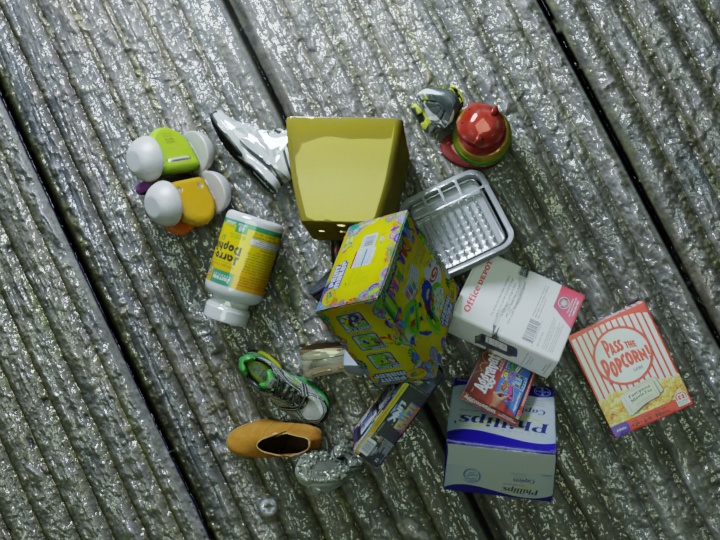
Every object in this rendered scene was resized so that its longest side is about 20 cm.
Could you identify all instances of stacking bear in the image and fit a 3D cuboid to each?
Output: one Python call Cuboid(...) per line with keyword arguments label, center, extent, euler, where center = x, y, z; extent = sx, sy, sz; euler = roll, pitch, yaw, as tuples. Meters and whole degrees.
Cuboid(label="stacking bear", center=(0.210, -0.241, 1.611), extent=(0.114, 0.200, 0.122), euler=(35, 93, 5))

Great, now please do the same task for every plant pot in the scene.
Cuboid(label="plant pot", center=(-0.024, -0.151, 1.626), extent=(0.200, 0.200, 0.177), euler=(3, 78, 7))

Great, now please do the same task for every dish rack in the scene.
Cuboid(label="dish rack", center=(0.174, -0.076, 1.654), extent=(0.171, 0.044, 0.200), euler=(-25, 50, 5))

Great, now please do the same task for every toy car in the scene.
Cuboid(label="toy car", center=(-0.354, -0.161, 1.722), extent=(0.150, 0.175, 0.200), euler=(-27, 85, 42))

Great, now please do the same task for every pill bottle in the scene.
Cuboid(label="pill bottle", center=(-0.222, -0.003, 1.707), extent=(0.113, 0.113, 0.200), euler=(18, 91, 7))

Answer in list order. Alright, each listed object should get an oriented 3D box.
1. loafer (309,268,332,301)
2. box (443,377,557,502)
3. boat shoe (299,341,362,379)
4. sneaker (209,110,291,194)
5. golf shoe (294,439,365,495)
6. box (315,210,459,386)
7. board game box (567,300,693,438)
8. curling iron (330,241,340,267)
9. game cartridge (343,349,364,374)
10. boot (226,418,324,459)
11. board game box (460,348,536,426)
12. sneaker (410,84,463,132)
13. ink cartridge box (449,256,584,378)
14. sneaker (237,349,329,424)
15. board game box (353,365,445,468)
Cuboid(label="loafer", center=(0.000, 0.000, 1.691), extent=(0.200, 0.072, 0.063), euler=(-38, 103, -9))
Cuboid(label="box", center=(0.242, 0.286, 1.586), extent=(0.184, 0.200, 0.105), euler=(5, 116, 7))
Cuboid(label="boat shoe", center=(-0.012, 0.165, 1.700), extent=(0.200, 0.072, 0.065), euler=(-5, 96, 10))
Cuboid(label="sneaker", center=(-0.186, -0.248, 1.741), extent=(0.115, 0.076, 0.201), euler=(-41, 80, -12))
Cuboid(label="golf shoe", center=(-0.063, 0.369, 1.637), extent=(0.078, 0.200, 0.097), euler=(38, 105, 24))
Cuboid(label="box", center=(0.051, 0.047, 1.504), extent=(0.122, 0.200, 0.193), euler=(-14, 128, 32))
Cuboid(label="board game box", center=(0.476, 0.175, 1.645), extent=(0.151, 0.046, 0.200), euler=(-26, 85, 6))
Cuboid(label="curling iron", center=(-0.053, -0.030, 1.732), extent=(0.050, 0.026, 0.200), euler=(-13, 92, 28))
Cuboid(label="game cartridge", center=(0.049, 0.104, 1.638), extent=(0.133, 0.041, 0.200), euler=(1, 46, 28))
Cuboid(label="boot", center=(-0.170, 0.308, 1.672), extent=(0.201, 0.144, 0.071), euler=(-7, 84, 13))
Cuboid(label="board game box", center=(0.248, 0.186, 1.606), extent=(0.103, 0.200, 0.019), euler=(26, 123, 8))
Cuboid(label="sneaker", center=(0.145, -0.301, 1.629), extent=(0.085, 0.200, 0.075), euler=(-38, 99, -5))
Cuboid(label="ink cartridge box", center=(0.272, 0.076, 1.630), extent=(0.200, 0.084, 0.145), euler=(25, 64, 8))
Cuboid(label="sneaker", center=(-0.147, 0.222, 1.705), extent=(0.200, 0.085, 0.078), euler=(32, 92, 6))
Cuboid(label="board game box", center=(0.066, 0.236, 1.635), extent=(0.057, 0.165, 0.200), euler=(36, 94, -1))
